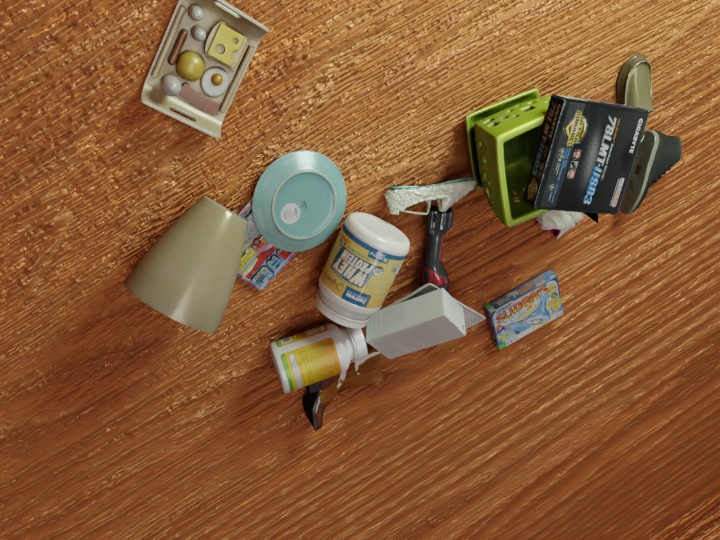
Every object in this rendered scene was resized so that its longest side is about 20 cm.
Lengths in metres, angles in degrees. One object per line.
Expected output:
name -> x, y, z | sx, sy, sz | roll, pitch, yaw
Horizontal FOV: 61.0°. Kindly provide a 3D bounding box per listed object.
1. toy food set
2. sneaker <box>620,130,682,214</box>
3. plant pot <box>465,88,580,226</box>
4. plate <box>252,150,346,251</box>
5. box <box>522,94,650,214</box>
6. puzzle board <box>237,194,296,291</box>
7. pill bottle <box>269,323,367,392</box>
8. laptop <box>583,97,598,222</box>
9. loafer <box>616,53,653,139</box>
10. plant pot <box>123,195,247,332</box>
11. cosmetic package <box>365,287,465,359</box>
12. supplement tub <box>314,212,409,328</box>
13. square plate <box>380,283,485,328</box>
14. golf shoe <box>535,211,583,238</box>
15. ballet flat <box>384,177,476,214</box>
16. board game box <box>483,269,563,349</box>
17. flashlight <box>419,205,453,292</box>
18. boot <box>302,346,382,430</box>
toy food set -> -0.251, -0.335, 0.990 | 0.142, 0.061, 0.202 | 21, 109, -31
sneaker -> 0.694, -0.227, 1.455 | 0.104, 0.075, 0.203 | 2, 117, -22
plant pot -> 0.320, -0.239, 1.220 | 0.196, 0.182, 0.202 | -22, 126, -8
plate -> -0.111, -0.128, 1.177 | 0.197, 0.026, 0.203 | -13, 118, -25
box -> 0.417, -0.210, 1.130 | 0.195, 0.050, 0.203 | 3, 113, -19
puzzle board -> -0.184, -0.067, 1.204 | 0.200, 0.017, 0.150 | -47, 126, 7
pill bottle -> -0.090, 0.182, 1.332 | 0.197, 0.111, 0.113 | -18, 124, -13
laptop -> 0.485, -0.236, 1.280 | 0.199, 0.115, 0.190 | -36, 125, -32
loafer -> 0.608, -0.369, 1.339 | 0.075, 0.068, 0.203 | -19, 124, -12
plant pot -> -0.290, -0.023, 1.099 | 0.186, 0.187, 0.202 | 30, 91, -34
cosmetic package -> 0.119, 0.119, 1.334 | 0.198, 0.072, 0.101 | -21, 139, 28
supplement tub -> 0.000, 0.000, 1.244 | 0.143, 0.145, 0.202 | 14, 112, -29
square plate -> 0.150, 0.102, 1.396 | 0.197, 0.029, 0.199 | 30, 134, -33
golf shoe -> 0.429, -0.141, 1.395 | 0.199, 0.076, 0.092 | 31, 107, -33
ballet flat -> 0.145, -0.150, 1.263 | 0.196, 0.072, 0.073 | -8, 122, -10
board game box -> 0.416, 0.101, 1.553 | 0.198, 0.035, 0.137 | -28, 126, -6
flashlight -> 0.173, -0.043, 1.348 | 0.067, 0.068, 0.203 | 6, 115, 4
boot -> -0.040, 0.278, 1.457 | 0.197, 0.068, 0.191 | -15, 116, -24
